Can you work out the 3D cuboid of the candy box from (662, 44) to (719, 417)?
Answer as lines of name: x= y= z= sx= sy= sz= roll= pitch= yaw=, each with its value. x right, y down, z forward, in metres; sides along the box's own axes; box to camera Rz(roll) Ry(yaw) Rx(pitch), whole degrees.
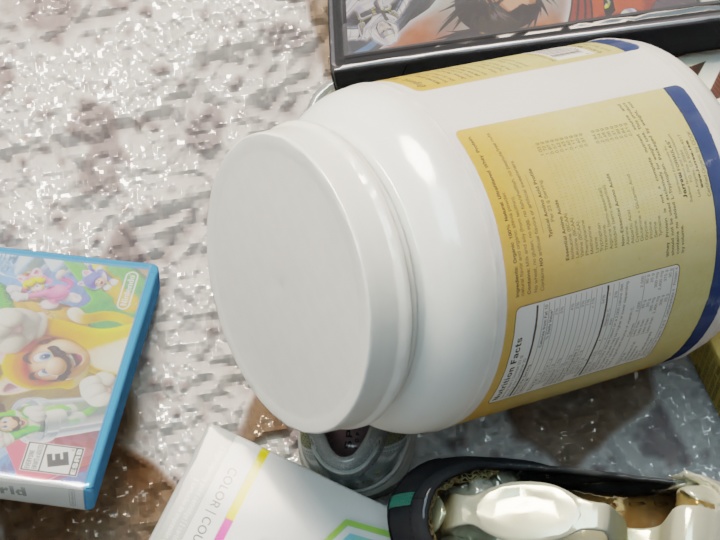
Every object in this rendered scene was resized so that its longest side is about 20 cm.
candy box: x=0.189 y=-0.021 z=1.015 sx=0.116 sy=0.057 sz=0.201 roll=-23 pitch=73 yaw=-4

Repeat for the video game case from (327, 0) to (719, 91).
video game case: x=0.081 y=-0.172 z=1.055 sx=0.198 sy=0.026 sz=0.182 roll=-7 pitch=56 yaw=6

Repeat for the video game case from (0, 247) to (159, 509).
video game case: x=-0.202 y=0.038 z=1.002 sx=0.198 sy=0.018 sz=0.144 roll=6 pitch=43 yaw=5

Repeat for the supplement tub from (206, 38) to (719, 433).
supplement tub: x=0.050 y=-0.014 z=0.928 sx=0.199 sy=0.144 sz=0.145 roll=-13 pitch=69 yaw=-32

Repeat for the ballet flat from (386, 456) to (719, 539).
ballet flat: x=0.109 y=0.112 z=0.913 sx=0.198 sy=0.073 sz=0.074 roll=9 pitch=72 yaw=0

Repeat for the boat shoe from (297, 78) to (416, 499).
boat shoe: x=-0.002 y=0.001 z=1.013 sx=0.074 sy=0.065 sz=0.204 roll=3 pitch=72 yaw=4

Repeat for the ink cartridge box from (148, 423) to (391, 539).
ink cartridge box: x=0.000 y=0.159 z=0.963 sx=0.199 sy=0.059 sz=0.104 roll=25 pitch=73 yaw=10
